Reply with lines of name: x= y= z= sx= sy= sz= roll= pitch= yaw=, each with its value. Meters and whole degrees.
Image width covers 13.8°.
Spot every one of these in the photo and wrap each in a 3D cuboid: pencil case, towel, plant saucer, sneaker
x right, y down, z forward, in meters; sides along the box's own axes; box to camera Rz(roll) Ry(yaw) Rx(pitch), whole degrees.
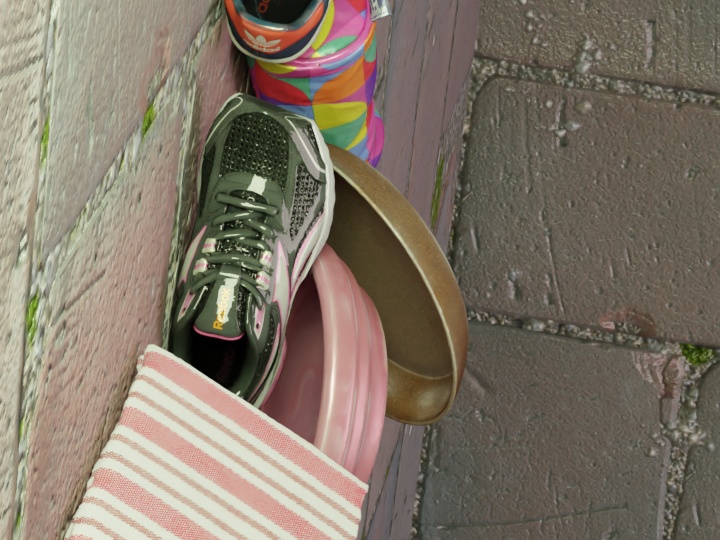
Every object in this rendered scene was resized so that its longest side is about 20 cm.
pencil case: x=-0.026 y=-0.119 z=1.817 sx=0.200 sy=0.088 sz=0.088 roll=91 pitch=10 yaw=-66
towel: x=-0.074 y=0.133 z=1.512 sx=0.030 sy=0.146 sz=0.200 roll=-47 pitch=-166 yaw=31
plant saucer: x=0.000 y=0.000 z=1.777 sx=0.034 sy=0.200 sz=0.200 roll=-35 pitch=151 yaw=-24
sneaker: x=-0.030 y=-0.214 z=1.649 sx=0.085 sy=0.075 sz=0.200 roll=12 pitch=87 yaw=-89
sneaker: x=-0.064 y=0.005 z=1.649 sx=0.086 sy=0.080 sz=0.200 roll=-61 pitch=159 yaw=-70
plant saucer: x=-0.037 y=0.080 z=1.744 sx=0.201 sy=0.051 sz=0.201 roll=-171 pitch=-90 yaw=-67
